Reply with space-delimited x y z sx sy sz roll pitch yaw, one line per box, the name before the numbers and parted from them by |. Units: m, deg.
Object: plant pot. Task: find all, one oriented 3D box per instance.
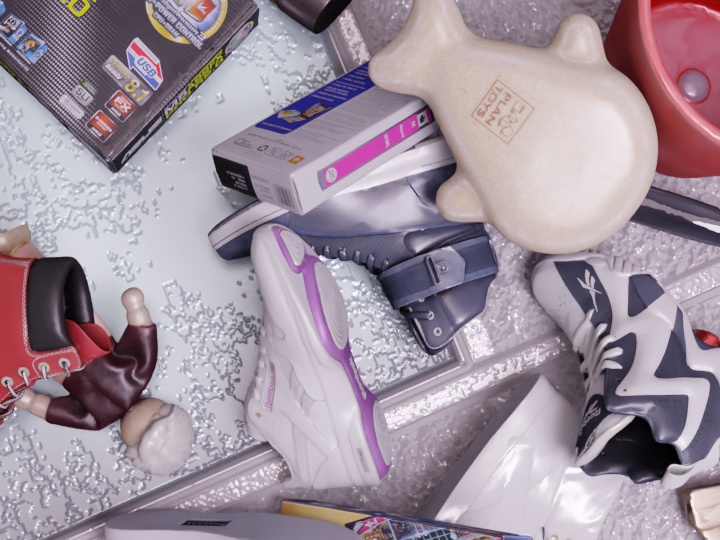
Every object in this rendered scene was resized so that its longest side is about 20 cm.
plant pot | 0.260 -0.154 0.841 0.196 0.177 0.204 1 81 -7

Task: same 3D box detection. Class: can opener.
can opener | 0.192 -0.050 0.881 0.196 0.063 0.080 12 105 1

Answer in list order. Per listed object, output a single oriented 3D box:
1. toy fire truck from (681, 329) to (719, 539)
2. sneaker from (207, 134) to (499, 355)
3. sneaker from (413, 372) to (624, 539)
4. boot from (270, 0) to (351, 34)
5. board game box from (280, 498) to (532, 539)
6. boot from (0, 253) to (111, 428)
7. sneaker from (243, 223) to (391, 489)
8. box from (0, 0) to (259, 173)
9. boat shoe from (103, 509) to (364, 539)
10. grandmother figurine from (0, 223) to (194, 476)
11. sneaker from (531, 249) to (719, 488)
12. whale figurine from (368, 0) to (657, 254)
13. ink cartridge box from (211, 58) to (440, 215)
toy fire truck | 0.284 0.156 0.872 0.199 0.049 0.142 38 83 1
sneaker | 0.001 0.000 0.851 0.199 0.077 0.149 -17 92 3
sneaker | 0.103 0.186 0.839 0.115 0.074 0.201 42 86 -3
boot | -0.050 -0.306 0.903 0.200 0.068 0.189 41 89 8
board game box | 0.019 0.229 0.775 0.034 0.198 0.138 13 80 -44
boot | -0.237 0.087 0.789 0.142 0.072 0.204 7 100 11
sneaker | -0.048 0.068 0.812 0.098 0.075 0.203 -13 110 16
box | -0.198 -0.199 0.872 0.200 0.044 0.160 44 81 1
boat shoe | -0.085 0.204 0.794 0.197 0.071 0.071 -2 94 23
grandmother figurine | -0.190 0.061 0.837 0.121 0.061 0.200 -41 91 19
sneaker | 0.168 0.072 0.812 0.129 0.080 0.199 -29 62 -34
whale figurine | 0.102 -0.103 0.795 0.199 0.104 0.160 35 104 -1
ink cartridge box | -0.001 -0.108 0.839 0.199 0.094 0.038 -36 126 -28
